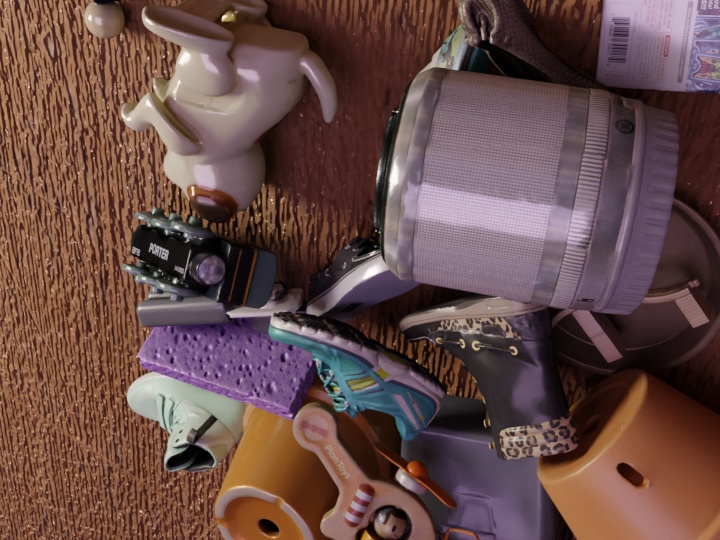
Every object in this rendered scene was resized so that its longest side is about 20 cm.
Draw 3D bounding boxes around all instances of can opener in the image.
[{"bbox_3d":[-0.152,0.046,0.875,0.197,0.053,0.067,-1,118,15],"label":"can opener"}]

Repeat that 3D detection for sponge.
[{"bbox_3d":[-0.143,0.088,0.899,0.197,0.112,0.030,16,148,17],"label":"sponge"}]

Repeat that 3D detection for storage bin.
[{"bbox_3d":[0.126,0.220,0.842,0.197,0.145,0.136,4,110,23],"label":"storage bin"}]

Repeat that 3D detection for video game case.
[{"bbox_3d":[0.269,-0.229,0.565,0.179,0.036,0.202,9,121,22],"label":"video game case"}]

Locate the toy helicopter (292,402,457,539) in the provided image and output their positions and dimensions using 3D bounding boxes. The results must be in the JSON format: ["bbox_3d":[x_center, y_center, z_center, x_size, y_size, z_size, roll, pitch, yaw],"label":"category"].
[{"bbox_3d":[0.007,0.215,0.790,0.132,0.079,0.201,-34,94,9],"label":"toy helicopter"}]

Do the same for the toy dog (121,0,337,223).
[{"bbox_3d":[-0.127,-0.149,0.756,0.191,0.140,0.202,16,127,-7],"label":"toy dog"}]

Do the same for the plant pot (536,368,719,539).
[{"bbox_3d":[0.256,0.187,0.715,0.140,0.200,0.200,42,127,-1],"label":"plant pot"}]

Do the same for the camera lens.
[{"bbox_3d":[0.116,-0.060,0.588,0.197,0.161,0.162,10,122,10],"label":"camera lens"}]

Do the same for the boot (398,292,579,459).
[{"bbox_3d":[0.120,0.098,0.752,0.199,0.073,0.153,-17,89,54],"label":"boot"}]

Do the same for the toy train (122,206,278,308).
[{"bbox_3d":[-0.172,-0.011,0.825,0.199,0.113,0.086,16,91,54],"label":"toy train"}]

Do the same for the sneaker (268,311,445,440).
[{"bbox_3d":[-0.007,0.104,0.781,0.199,0.078,0.080,31,92,-13],"label":"sneaker"}]

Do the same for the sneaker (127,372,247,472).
[{"bbox_3d":[-0.242,0.194,1.004,0.198,0.118,0.075,4,122,25],"label":"sneaker"}]

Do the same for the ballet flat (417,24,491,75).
[{"bbox_3d":[0.071,-0.137,0.696,0.073,0.074,0.202,17,122,15],"label":"ballet flat"}]

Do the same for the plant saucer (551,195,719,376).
[{"bbox_3d":[0.235,0.008,0.725,0.197,0.030,0.203,12,122,20],"label":"plant saucer"}]

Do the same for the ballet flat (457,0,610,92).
[{"bbox_3d":[0.145,-0.149,0.626,0.199,0.047,0.067,39,161,-28],"label":"ballet flat"}]

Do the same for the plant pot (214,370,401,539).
[{"bbox_3d":[-0.070,0.235,0.905,0.198,0.184,0.203,12,123,19],"label":"plant pot"}]

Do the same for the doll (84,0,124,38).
[{"bbox_3d":[-0.243,-0.319,0.748,0.135,0.049,0.202,23,125,13],"label":"doll"}]

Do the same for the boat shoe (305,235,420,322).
[{"bbox_3d":[0.000,0.000,0.790,0.200,0.069,0.067,-37,58,57],"label":"boat shoe"}]

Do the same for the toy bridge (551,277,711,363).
[{"bbox_3d":[0.219,0.052,0.724,0.199,0.027,0.067,-33,100,37],"label":"toy bridge"}]
